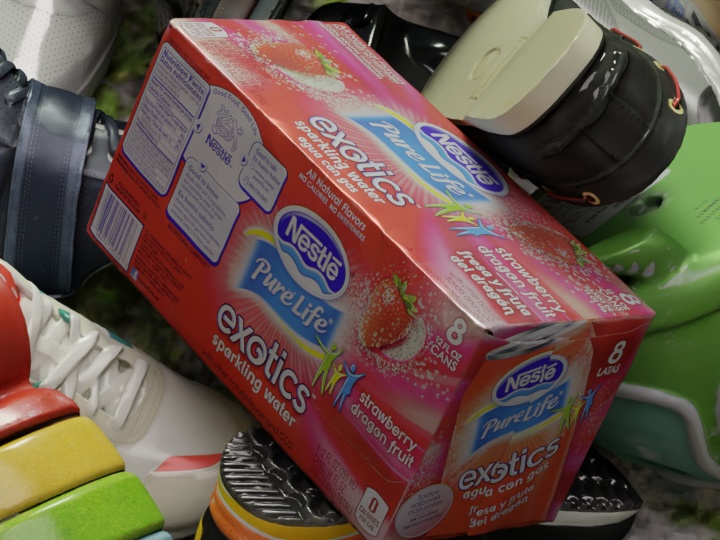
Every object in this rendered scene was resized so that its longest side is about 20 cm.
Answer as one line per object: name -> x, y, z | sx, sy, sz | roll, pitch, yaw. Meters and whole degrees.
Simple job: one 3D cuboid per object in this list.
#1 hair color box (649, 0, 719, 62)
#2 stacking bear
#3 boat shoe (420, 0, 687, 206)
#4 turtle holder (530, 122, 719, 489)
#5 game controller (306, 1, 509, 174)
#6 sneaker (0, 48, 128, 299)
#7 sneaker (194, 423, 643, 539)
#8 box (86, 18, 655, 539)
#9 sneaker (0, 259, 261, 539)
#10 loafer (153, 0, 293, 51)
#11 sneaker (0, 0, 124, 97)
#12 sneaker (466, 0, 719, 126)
hair color box -> 0.189, -0.074, 1.192 | 0.065, 0.109, 0.200 | -21, 61, -22
stacking bear -> -0.127, 0.087, 0.992 | 0.121, 0.114, 0.200 | -24, 85, -5
boat shoe -> 0.072, -0.068, 1.086 | 0.063, 0.201, 0.074 | 40, 93, -14
turtle holder -> 0.143, 0.011, 1.089 | 0.185, 0.132, 0.141 | -11, 27, 29
game controller -> 0.006, -0.027, 1.180 | 0.104, 0.042, 0.200 | 23, 55, -11
sneaker -> -0.139, -0.087, 1.130 | 0.146, 0.077, 0.203 | 5, 93, -4
sneaker -> 0.016, 0.105, 1.074 | 0.200, 0.090, 0.070 | 0, 35, -40
box -> 0.000, 0.000, 1.036 | 0.095, 0.100, 0.200 | -4, 38, -43
sneaker -> -0.129, 0.040, 1.073 | 0.199, 0.094, 0.070 | 19, 55, 4
loafer -> -0.062, -0.116, 1.180 | 0.063, 0.072, 0.200 | 25, 32, -2
sneaker -> -0.124, -0.163, 1.199 | 0.073, 0.116, 0.200 | 14, 57, -1
sneaker -> 0.095, -0.093, 1.205 | 0.079, 0.074, 0.200 | -19, 62, -29
